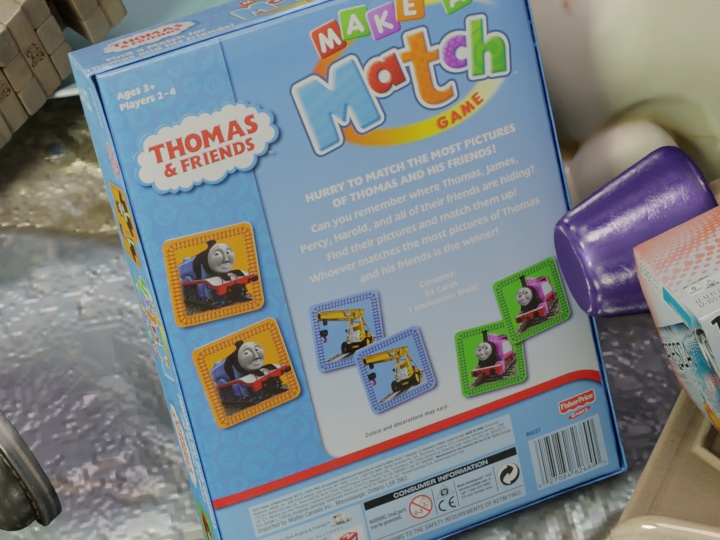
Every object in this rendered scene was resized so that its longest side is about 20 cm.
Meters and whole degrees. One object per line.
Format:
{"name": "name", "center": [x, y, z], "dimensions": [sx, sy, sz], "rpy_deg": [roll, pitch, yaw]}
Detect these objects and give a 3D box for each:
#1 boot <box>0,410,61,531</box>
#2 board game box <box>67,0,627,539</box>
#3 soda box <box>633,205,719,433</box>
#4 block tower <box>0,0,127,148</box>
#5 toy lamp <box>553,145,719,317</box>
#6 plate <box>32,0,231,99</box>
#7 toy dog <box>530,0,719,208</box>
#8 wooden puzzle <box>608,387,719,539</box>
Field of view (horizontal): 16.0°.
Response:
{"name": "boot", "center": [-0.222, 0.096, 0.894], "dimensions": [0.199, 0.069, 0.174], "rpy_deg": [21, 58, 26]}
{"name": "board game box", "center": [0.000, 0.000, 0.870], "dimensions": [0.151, 0.201, 0.037], "rpy_deg": [-19, 23, -13]}
{"name": "soda box", "center": [0.192, -0.013, 0.814], "dimensions": [0.199, 0.064, 0.068], "rpy_deg": [-27, 24, -3]}
{"name": "block tower", "center": [-0.174, -0.065, 1.001], "dimensions": [0.058, 0.054, 0.200], "rpy_deg": [34, 73, 29]}
{"name": "toy lamp", "center": [0.162, -0.034, 0.870], "dimensions": [0.199, 0.058, 0.058], "rpy_deg": [-19, 50, -8]}
{"name": "plate", "center": [-0.119, -0.136, 1.100], "dimensions": [0.199, 0.026, 0.201], "rpy_deg": [-6, 47, 7]}
{"name": "toy dog", "center": [0.148, -0.096, 0.953], "dimensions": [0.199, 0.195, 0.140], "rpy_deg": [-14, 36, 0]}
{"name": "wooden puzzle", "center": [0.185, 0.083, 0.832], "dimensions": [0.184, 0.037, 0.200], "rpy_deg": [11, 15, 13]}
